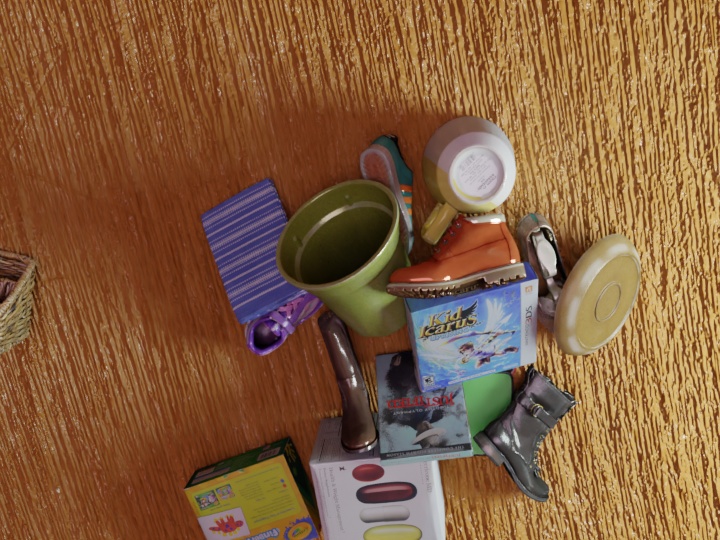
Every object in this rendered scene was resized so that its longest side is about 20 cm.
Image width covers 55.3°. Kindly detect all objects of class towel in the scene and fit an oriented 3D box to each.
[{"bbox_3d":[-0.169,-0.031,1.115,0.143,0.024,0.203,-26,76,12],"label":"towel"}]

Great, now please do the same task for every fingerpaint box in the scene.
[{"bbox_3d":[-0.187,0.415,1.227,0.197,0.073,0.169,-22,100,10],"label":"fingerpaint box"}]

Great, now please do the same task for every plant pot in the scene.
[{"bbox_3d":[0.372,0.045,1.055,0.198,0.027,0.204,-19,123,-32],"label":"plant pot"},{"bbox_3d":[0.000,0.000,1.045,0.198,0.202,0.185,-25,133,10],"label":"plant pot"}]

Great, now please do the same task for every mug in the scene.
[{"bbox_3d":[0.167,-0.133,1.030,0.146,0.153,0.191,1,103,3],"label":"mug"}]

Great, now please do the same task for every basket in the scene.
[{"bbox_3d":[-0.668,0.044,1.143,0.196,0.143,0.152,14,105,1],"label":"basket"}]

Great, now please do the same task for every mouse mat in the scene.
[{"bbox_3d":[0.166,0.250,1.189,0.196,0.008,0.164,-2,108,4],"label":"mouse mat"}]

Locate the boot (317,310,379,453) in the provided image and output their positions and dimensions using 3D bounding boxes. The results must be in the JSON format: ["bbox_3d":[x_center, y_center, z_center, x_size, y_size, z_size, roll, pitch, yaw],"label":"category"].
[{"bbox_3d":[-0.026,0.168,1.101,0.063,0.187,0.204,-14,104,-1],"label":"boot"}]

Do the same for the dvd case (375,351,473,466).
[{"bbox_3d":[0.098,0.212,1.103,0.143,0.202,0.022,-8,136,7],"label":"dvd case"}]

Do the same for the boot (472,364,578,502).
[{"bbox_3d":[0.303,0.278,1.160,0.174,0.069,0.200,-45,109,1],"label":"boot"}]

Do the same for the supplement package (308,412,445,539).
[{"bbox_3d":[0.034,0.359,1.153,0.196,0.147,0.195,-8,106,8],"label":"supplement package"}]

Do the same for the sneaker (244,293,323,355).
[{"bbox_3d":[-0.122,0.068,1.134,0.080,0.089,0.201,41,102,-4],"label":"sneaker"}]

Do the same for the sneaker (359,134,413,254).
[{"bbox_3d":[0.057,-0.117,1.086,0.070,0.080,0.203,9,129,31],"label":"sneaker"}]

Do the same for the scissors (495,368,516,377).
[{"bbox_3d":[0.179,0.118,1.158,0.197,0.014,0.074,22,106,-3],"label":"scissors"}]

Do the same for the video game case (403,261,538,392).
[{"bbox_3d":[0.173,0.092,1.057,0.196,0.046,0.183,-15,129,-3],"label":"video game case"}]

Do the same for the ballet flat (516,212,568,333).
[{"bbox_3d":[0.284,0.013,1.041,0.067,0.067,0.203,-23,103,1],"label":"ballet flat"}]

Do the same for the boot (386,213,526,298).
[{"bbox_3d":[0.125,-0.020,0.965,0.196,0.075,0.109,-12,82,-7],"label":"boot"}]
